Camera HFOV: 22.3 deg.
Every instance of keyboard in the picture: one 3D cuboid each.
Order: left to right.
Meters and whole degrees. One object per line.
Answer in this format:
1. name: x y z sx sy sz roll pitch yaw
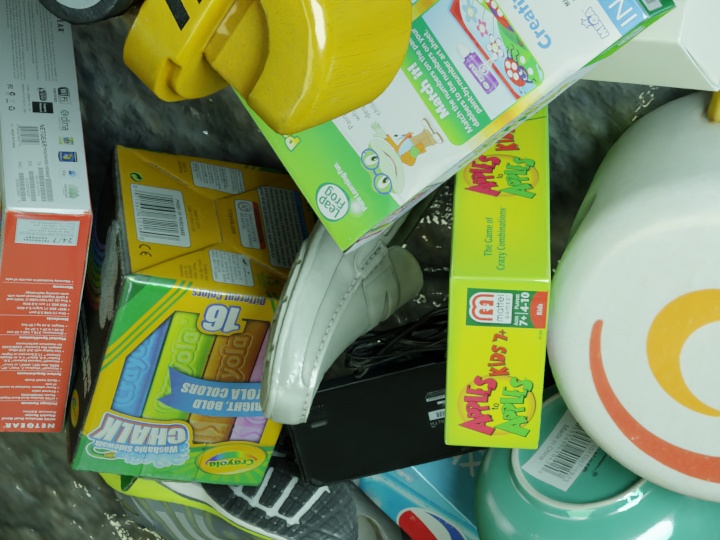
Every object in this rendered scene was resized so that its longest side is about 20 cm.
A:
1. keyboard: 0.052 0.060 1.065 0.198 0.040 0.105 -13 127 -1

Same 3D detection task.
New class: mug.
1. mug: 0.141 0.141 0.999 0.151 0.186 0.115 -19 131 7

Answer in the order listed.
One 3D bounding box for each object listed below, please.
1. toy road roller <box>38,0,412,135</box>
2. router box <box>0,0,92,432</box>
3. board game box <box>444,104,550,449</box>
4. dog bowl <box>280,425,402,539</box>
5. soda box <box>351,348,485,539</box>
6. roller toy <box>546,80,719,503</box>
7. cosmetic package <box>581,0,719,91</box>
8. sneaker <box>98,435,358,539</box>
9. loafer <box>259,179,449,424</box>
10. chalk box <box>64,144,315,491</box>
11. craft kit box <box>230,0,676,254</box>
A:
1. toy road roller: -0.030 -0.151 0.761 0.146 0.123 0.200 45 122 9
2. router box: -0.202 -0.036 1.104 0.048 0.201 0.180 1 134 -16
3. board game box: 0.070 -0.015 0.931 0.047 0.201 0.102 3 126 3
4. dog bowl: -0.059 0.182 1.256 0.199 0.059 0.201 16 129 21
5. soda box: 0.068 0.141 1.132 0.200 0.068 0.064 43 145 -1
6. roller toy: 0.189 0.007 0.914 0.182 0.140 0.201 -25 110 30
7. cosmetic package: 0.080 -0.152 0.884 0.198 0.073 0.104 7 80 28
8. sneaker: -0.081 0.148 1.165 0.199 0.074 0.081 15 137 35
9. loafer: 0.000 0.000 0.992 0.069 0.201 0.070 22 149 0
10. chalk box: -0.109 0.046 1.102 0.123 0.125 0.201 7 130 -18
11. craft kit box: 0.010 -0.143 0.838 0.197 0.048 0.201 -35 86 31
